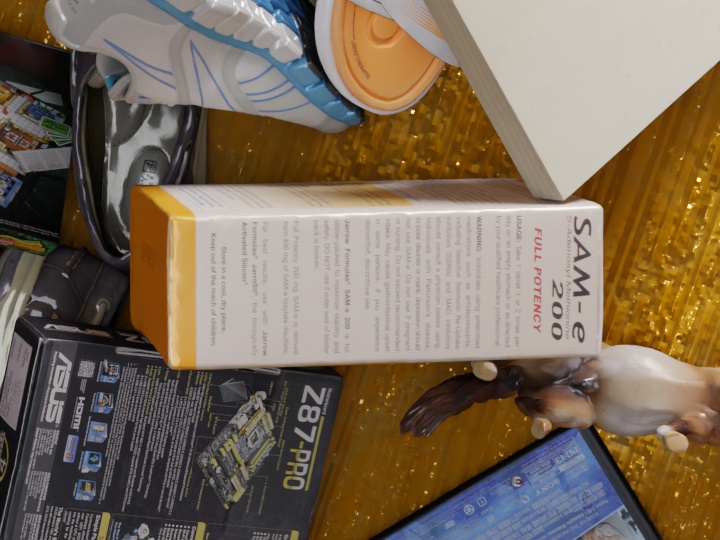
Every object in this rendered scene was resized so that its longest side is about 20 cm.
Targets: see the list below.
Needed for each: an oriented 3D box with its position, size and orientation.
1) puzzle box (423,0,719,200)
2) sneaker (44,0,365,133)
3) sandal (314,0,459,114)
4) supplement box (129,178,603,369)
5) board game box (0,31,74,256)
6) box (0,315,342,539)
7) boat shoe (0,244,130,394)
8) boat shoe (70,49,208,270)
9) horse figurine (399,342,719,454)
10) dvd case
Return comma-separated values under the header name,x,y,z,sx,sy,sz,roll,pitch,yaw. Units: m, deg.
name,x,y,z,sx,sy,sz,roll,pitch,yaw
puzzle box,0.122,-0.143,1.313,0.200,0.025,0.133,-41,115,-23
sneaker,-0.074,-0.104,1.341,0.087,0.200,0.075,-34,56,19
sandal,0.049,-0.159,1.308,0.079,0.059,0.207,17,108,-35
supplement box,0.000,0.000,1.337,0.200,0.126,0.074,-2,98,-12
board game box,-0.231,-0.080,1.363,0.200,0.023,0.105,16,67,-23
box,-0.106,0.131,1.395,0.161,0.049,0.200,8,100,-24
boat shoe,-0.159,0.083,1.417,0.073,0.074,0.200,14,100,4
boat shoe,-0.105,-0.097,1.393,0.072,0.065,0.200,5,98,5
horse figurine,0.124,0.062,1.365,0.200,0.133,0.050,6,94,12
dvd case,0.102,0.190,1.431,0.143,0.018,0.200,-31,92,8
